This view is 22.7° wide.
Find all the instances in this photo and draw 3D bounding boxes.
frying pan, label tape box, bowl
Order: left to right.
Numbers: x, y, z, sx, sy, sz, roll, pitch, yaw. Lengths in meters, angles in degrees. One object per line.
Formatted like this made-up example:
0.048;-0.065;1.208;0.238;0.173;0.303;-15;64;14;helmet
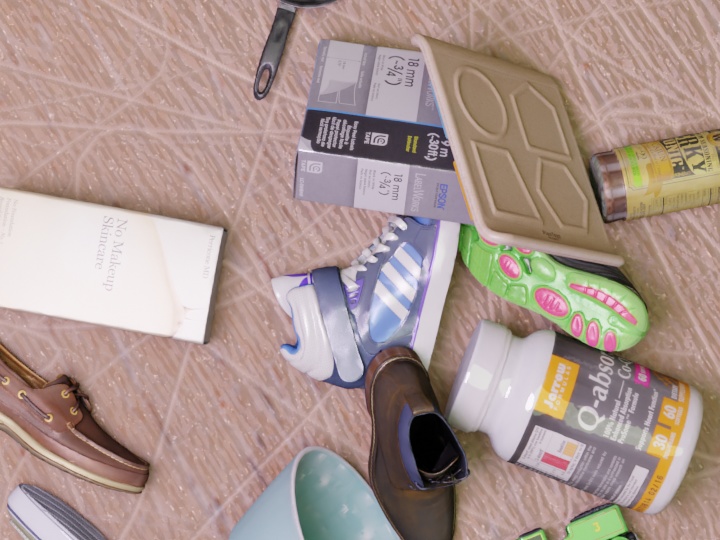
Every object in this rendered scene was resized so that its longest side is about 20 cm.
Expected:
-0.043;-0.247;1.555;0.113;0.031;0.193;-4;92;-1;frying pan
-0.040;0.257;1.478;0.104;0.201;0.202;-28;89;18;bowl
0.052;-0.114;1.496;0.197;0.064;0.145;8;47;1;label tape box

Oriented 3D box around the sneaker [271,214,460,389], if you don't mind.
0.000;0.000;1.524;0.145;0.081;0.202;12;94;-5;sneaker

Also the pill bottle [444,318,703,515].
0.178;0.119;1.509;0.198;0.116;0.118;21;88;-1;pill bottle

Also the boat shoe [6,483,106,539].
-0.231;0.264;1.521;0.200;0.072;0.062;43;94;-1;boat shoe

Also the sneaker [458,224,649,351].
0.162;0.001;1.536;0.200;0.084;0.077;40;106;16;sneaker

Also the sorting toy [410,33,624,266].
0.125;-0.093;1.471;0.036;0.184;0.202;-35;63;32;sorting toy

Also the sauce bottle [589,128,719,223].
0.298;-0.088;1.542;0.198;0.065;0.066;-12;89;-3;sauce bottle

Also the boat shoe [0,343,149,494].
-0.262;0.122;1.522;0.199;0.072;0.068;30;90;2;boat shoe

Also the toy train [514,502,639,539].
0.143;0.256;1.544;0.198;0.042;0.057;-22;79;-1;toy train

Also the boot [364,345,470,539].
0.049;0.171;1.486;0.074;0.097;0.202;-17;114;-8;boot

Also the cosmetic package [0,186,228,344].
-0.219;-0.004;1.526;0.197;0.073;0.105;9;88;0;cosmetic package
